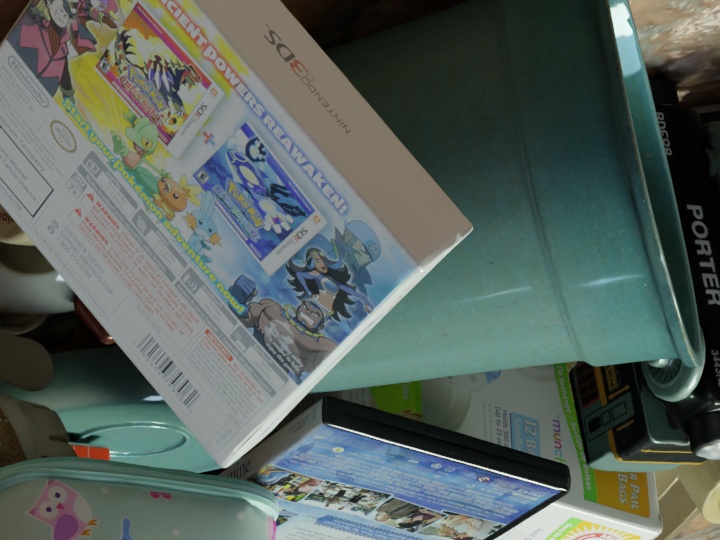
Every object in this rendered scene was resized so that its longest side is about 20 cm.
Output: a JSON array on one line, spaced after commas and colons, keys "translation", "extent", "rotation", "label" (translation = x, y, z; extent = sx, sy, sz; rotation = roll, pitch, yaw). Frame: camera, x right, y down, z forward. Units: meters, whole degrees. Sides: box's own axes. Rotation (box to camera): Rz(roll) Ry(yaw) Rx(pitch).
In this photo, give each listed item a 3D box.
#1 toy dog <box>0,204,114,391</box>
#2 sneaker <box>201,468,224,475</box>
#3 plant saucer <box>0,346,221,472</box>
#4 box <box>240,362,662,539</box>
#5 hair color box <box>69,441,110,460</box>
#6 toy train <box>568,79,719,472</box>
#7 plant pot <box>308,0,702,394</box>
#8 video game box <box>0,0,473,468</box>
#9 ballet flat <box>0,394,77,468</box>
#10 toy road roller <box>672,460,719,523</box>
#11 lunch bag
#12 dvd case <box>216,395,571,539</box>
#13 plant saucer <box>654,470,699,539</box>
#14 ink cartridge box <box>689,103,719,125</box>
[{"translation": [-0.173, 0.020, 1.374], "extent": [0.131, 0.097, 0.200], "rotation": [-1, 151, -32], "label": "toy dog"}, {"translation": [-0.087, 0.146, 1.703], "extent": [0.199, 0.074, 0.087], "rotation": [-23, 125, 30], "label": "sneaker"}, {"translation": [-0.126, 0.083, 1.572], "extent": [0.199, 0.028, 0.200], "rotation": [-4, 162, -1], "label": "plant saucer"}, {"translation": [0.046, 0.088, 1.486], "extent": [0.199, 0.113, 0.101], "rotation": [18, 142, -27], "label": "box"}, {"translation": [-0.247, 0.128, 1.545], "extent": [0.199, 0.064, 0.111], "rotation": [9, 158, -28], "label": "hair color box"}, {"translation": [0.147, 0.008, 1.441], "extent": [0.085, 0.201, 0.114], "rotation": [3, 156, -34], "label": "toy train"}, {"translation": [0.040, -0.035, 1.307], "extent": [0.195, 0.201, 0.200], "rotation": [-12, 157, 10], "label": "plant pot"}, {"translation": [-0.071, -0.040, 1.200], "extent": [0.047, 0.200, 0.182], "rotation": [-37, 174, -40], "label": "video game box"}, {"translation": [-0.174, 0.097, 1.420], "extent": [0.065, 0.071, 0.200], "rotation": [-27, 159, -11], "label": "ballet flat"}, {"translation": [0.275, 0.084, 1.709], "extent": [0.146, 0.123, 0.200], "rotation": [-46, 146, 20], "label": "toy road roller"}, {"translation": [-0.130, 0.159, 1.378], "extent": [0.160, 0.077, 0.200], "rotation": [6, 152, -25], "label": "lunch bag"}, {"translation": [-0.010, 0.123, 1.411], "extent": [0.142, 0.018, 0.200], "rotation": [17, 146, -28], "label": "dvd case"}, {"translation": [0.166, 0.119, 1.796], "extent": [0.199, 0.029, 0.201], "rotation": [-26, 141, -23], "label": "plant saucer"}, {"translation": [0.254, -0.020, 1.580], "extent": [0.197, 0.047, 0.201], "rotation": [-10, 137, -16], "label": "ink cartridge box"}]
